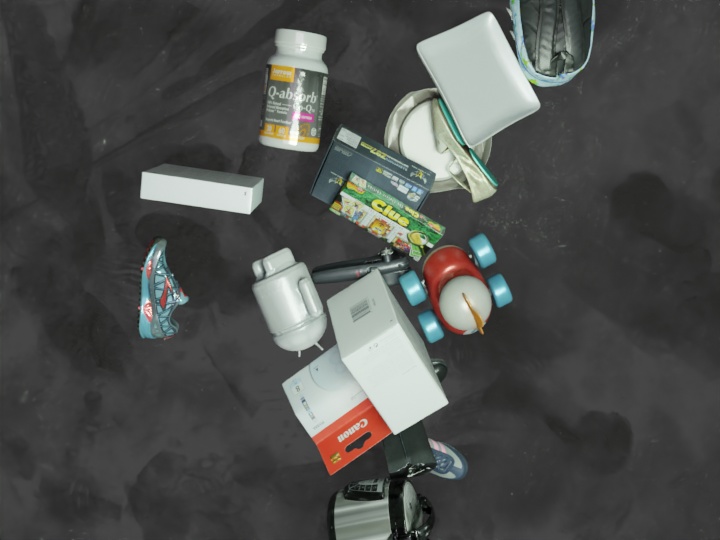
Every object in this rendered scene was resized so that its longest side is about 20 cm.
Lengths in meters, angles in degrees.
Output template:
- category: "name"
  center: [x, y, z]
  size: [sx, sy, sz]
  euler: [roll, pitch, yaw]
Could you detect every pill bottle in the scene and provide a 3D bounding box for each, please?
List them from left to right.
- category: "pill bottle"
  center: [-0.119, -0.322, 1.449]
  size: [0.113, 0.116, 0.205]
  euler: [7, 101, -1]

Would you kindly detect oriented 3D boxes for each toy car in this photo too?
- category: "toy car"
  center: [0.190, 0.063, 1.461]
  size: [0.181, 0.201, 0.179]
  euler: [-26, 115, 3]

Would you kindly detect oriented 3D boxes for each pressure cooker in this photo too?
- category: "pressure cooker"
  center: [0.050, 0.497, 1.561]
  size: [0.196, 0.179, 0.180]
  euler: [-14, 139, 14]

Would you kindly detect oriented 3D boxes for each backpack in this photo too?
- category: "backpack"
  center: [0.340, -0.431, 1.422]
  size: [0.159, 0.154, 0.205]
  euler: [-6, 80, -3]

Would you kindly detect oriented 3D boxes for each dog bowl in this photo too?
- category: "dog bowl"
  center: [0.141, -0.241, 1.491]
  size: [0.195, 0.059, 0.205]
  euler: [0, 101, 0]

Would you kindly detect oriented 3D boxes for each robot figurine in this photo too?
- category: "robot figurine"
  center: [-0.133, 0.064, 1.515]
  size: [0.112, 0.168, 0.204]
  euler: [-26, 95, -35]

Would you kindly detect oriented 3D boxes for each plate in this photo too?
- category: "plate"
  center: [0.208, -0.340, 1.438]
  size: [0.198, 0.032, 0.202]
  euler: [-31, 92, -29]

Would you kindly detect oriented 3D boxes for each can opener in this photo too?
- category: "can opener"
  center: [0.000, 0.000, 1.534]
  size: [0.195, 0.063, 0.081]
  euler: [-6, 101, 1]

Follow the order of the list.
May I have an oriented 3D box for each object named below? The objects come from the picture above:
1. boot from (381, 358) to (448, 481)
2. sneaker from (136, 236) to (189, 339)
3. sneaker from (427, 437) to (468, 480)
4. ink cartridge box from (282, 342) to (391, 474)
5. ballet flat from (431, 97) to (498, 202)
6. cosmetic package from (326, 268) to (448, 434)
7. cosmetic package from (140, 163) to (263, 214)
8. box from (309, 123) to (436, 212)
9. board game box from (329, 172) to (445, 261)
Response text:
- category: "boot"
  center: [0.109, 0.280, 1.517]
  size: [0.162, 0.202, 0.066]
  euler: [-25, 132, 12]
- category: "sneaker"
  center: [-0.375, 0.033, 1.547]
  size: [0.093, 0.080, 0.205]
  euler: [5, 109, -10]
- category: "sneaker"
  center: [0.127, 0.367, 1.591]
  size: [0.197, 0.082, 0.071]
  euler: [28, 100, -5]
- category: "ink cartridge box"
  center: [-0.044, 0.257, 1.534]
  size: [0.159, 0.047, 0.202]
  euler: [-35, 57, 7]
- category: "ballet flat"
  center: [0.170, -0.209, 1.437]
  size: [0.062, 0.068, 0.202]
  euler: [-32, 98, 22]
- category: "cosmetic package"
  center: [0.046, 0.146, 1.465]
  size: [0.121, 0.200, 0.201]
  euler: [-31, 118, 7]
- category: "cosmetic package"
  center: [-0.283, -0.150, 1.465]
  size: [0.195, 0.151, 0.053]
  euler: [8, 101, 0]
- category: "box"
  center: [0.020, -0.157, 1.468]
  size: [0.197, 0.052, 0.158]
  euler: [28, 143, -4]
- category: "board game box"
  center: [0.047, -0.095, 1.466]
  size: [0.197, 0.024, 0.105]
  euler: [29, 142, -8]
